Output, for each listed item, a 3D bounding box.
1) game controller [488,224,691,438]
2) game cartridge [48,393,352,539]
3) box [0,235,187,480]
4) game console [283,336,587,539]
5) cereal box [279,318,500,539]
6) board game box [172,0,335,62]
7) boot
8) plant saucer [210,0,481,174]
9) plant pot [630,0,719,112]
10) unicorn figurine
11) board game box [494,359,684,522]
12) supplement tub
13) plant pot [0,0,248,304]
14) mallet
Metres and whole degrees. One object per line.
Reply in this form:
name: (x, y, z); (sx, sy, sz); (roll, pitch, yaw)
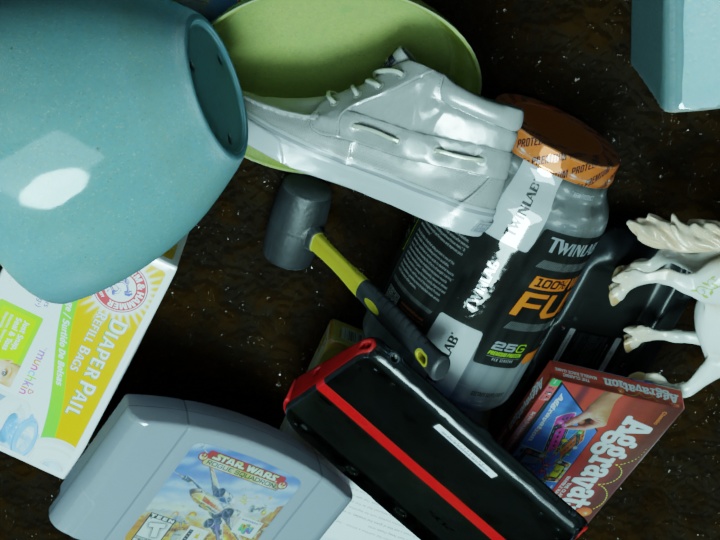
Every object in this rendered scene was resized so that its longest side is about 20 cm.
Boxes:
game controller: (0.172, 0.057, 1.169); (0.104, 0.042, 0.201); (16, 115, -22)
game cartridge: (-0.111, 0.165, 1.166); (0.199, 0.042, 0.133); (24, 119, -29)
box: (-0.213, 0.031, 1.146); (0.112, 0.101, 0.201); (25, 114, -9)
game console: (0.047, 0.132, 1.116); (0.200, 0.031, 0.177); (41, 149, -8)
cereal box: (0.003, 0.151, 1.228); (0.143, 0.040, 0.201); (23, 114, -9)
board game box: (-0.122, -0.197, 1.027); (0.199, 0.047, 0.151); (-3, 147, 4)
boot: (0.007, -0.101, 1.024); (0.199, 0.074, 0.096); (22, 101, 9)
plant saucer: (-0.019, -0.133, 1.059); (0.199, 0.031, 0.200); (0, 149, 0)
plant pot: (0.264, -0.221, 0.967); (0.195, 0.196, 0.201); (-7, 107, 5)
unicorn figurine: (0.249, 0.036, 1.102); (0.137, 0.074, 0.200); (-8, 146, 13)
board game box: (0.145, 0.141, 1.161); (0.102, 0.020, 0.200); (12, 137, -15)
supplement tub: (0.092, -0.013, 1.102); (0.122, 0.123, 0.201); (22, 114, -8)
plant pot: (-0.147, -0.093, 0.966); (0.134, 0.200, 0.201); (-15, 114, 16)
mallet: (0.000, 0.000, 1.089); (0.041, 0.200, 0.066); (-9, 122, -37)
